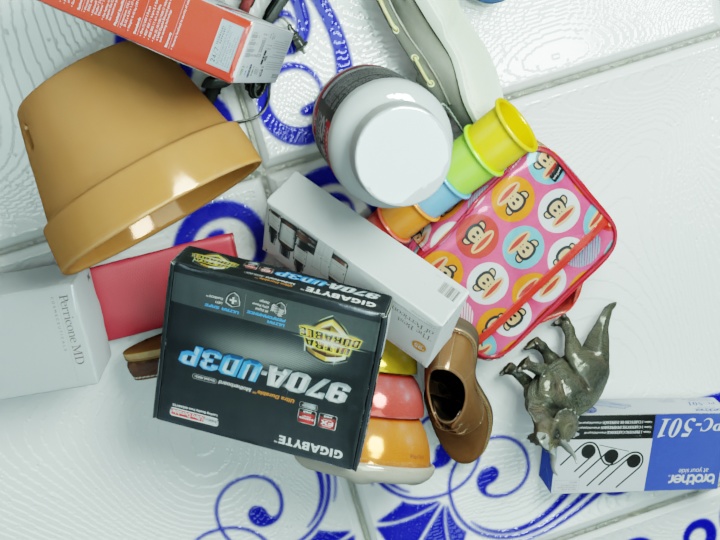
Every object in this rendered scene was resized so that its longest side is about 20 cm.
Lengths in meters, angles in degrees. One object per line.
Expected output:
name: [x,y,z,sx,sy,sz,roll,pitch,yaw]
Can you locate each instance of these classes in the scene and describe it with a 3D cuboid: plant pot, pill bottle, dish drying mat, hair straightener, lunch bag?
plant pot: [-0.203,-0.106,0.924,0.198,0.200,0.141,-29,93,-1]
pill bottle: [0.020,-0.118,0.946,0.109,0.200,0.113,-2,106,-8]
dish drying mat: [-0.212,0.022,1.042,0.197,0.018,0.078,-15,107,-7]
hair straightener: [-0.085,-0.212,0.983,0.076,0.041,0.202,24,100,-16]
lunch bag: [0.152,-0.014,1.068,0.200,0.082,0.176,-44,112,7]

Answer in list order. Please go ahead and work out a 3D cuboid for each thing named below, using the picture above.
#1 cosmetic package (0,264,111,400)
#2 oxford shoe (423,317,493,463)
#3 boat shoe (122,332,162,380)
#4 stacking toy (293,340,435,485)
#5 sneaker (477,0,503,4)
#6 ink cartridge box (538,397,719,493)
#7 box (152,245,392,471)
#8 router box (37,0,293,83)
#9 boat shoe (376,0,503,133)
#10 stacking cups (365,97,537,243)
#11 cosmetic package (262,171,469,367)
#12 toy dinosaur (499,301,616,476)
cosmetic package: [-0.343,0.063,0.988,0.197,0.071,0.103,-10,109,1]
oxford shoe: [0.091,0.140,1.076,0.070,0.072,0.202,1,135,17]
boat shoe: [-0.129,0.080,1.045,0.197,0.070,0.071,-15,104,-6]
stacking toy: [0.015,0.107,1.070,0.144,0.146,0.203,9,86,-13]
sneaker: [0.089,-0.332,0.955,0.078,0.089,0.201,-37,107,2]
ink cartridge box: [0.300,0.191,1.170,0.197,0.044,0.096,0,108,-11]
box: [-0.080,0.079,0.958,0.197,0.046,0.161,14,112,6]
router box: [-0.156,-0.209,0.868,0.177,0.200,0.049,23,101,1]
boat shoe: [0.077,-0.202,1.006,0.060,0.073,0.203,-8,128,34]
stacking cups: [0.076,-0.080,1.016,0.060,0.061,0.199,41,122,-18]
cosmetic package: [0.000,0.000,0.989,0.199,0.083,0.051,35,61,13]
toy dinosaur: [0.213,0.114,1.111,0.102,0.077,0.200,48,57,-1]
